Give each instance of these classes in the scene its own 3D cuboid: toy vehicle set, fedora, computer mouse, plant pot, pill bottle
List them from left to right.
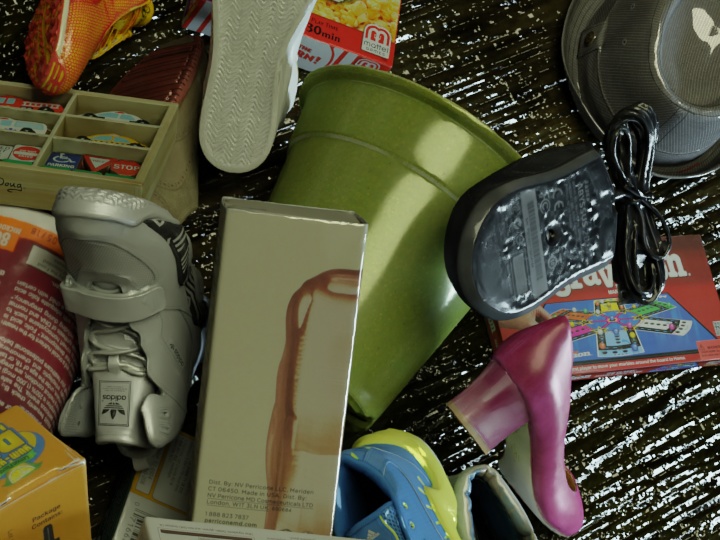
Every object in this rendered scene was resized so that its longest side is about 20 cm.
[{"bbox_3d":[-0.235,0.068,1.267,0.114,0.114,0.200,26,59,-14],"label":"pill bottle"},{"bbox_3d":[-0.223,-0.082,1.311,0.199,0.027,0.124,7,28,1],"label":"toy vehicle set"},{"bbox_3d":[0.000,0.000,1.386,0.200,0.200,0.190,34,70,-9],"label":"plant pot"},{"bbox_3d":[0.117,-0.026,1.332,0.200,0.053,0.139,-19,111,-41],"label":"computer mouse"},{"bbox_3d":[0.251,-0.172,1.625,0.177,0.090,0.200,32,58,-11],"label":"fedora"}]

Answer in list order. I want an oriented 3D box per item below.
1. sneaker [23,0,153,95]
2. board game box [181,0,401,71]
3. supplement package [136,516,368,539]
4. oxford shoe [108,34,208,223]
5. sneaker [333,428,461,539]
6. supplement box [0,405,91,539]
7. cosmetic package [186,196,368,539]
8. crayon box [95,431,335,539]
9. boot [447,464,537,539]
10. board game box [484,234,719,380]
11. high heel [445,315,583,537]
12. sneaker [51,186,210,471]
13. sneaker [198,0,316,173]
[{"bbox_3d":[-0.175,-0.180,1.399,0.077,0.073,0.200,27,37,-14],"label":"sneaker"},{"bbox_3d":[-0.041,-0.248,1.542,0.151,0.046,0.200,17,62,-19],"label":"board game box"},{"bbox_3d":[-0.043,0.243,1.191,0.199,0.156,0.111,9,32,-22],"label":"supplement package"},{"bbox_3d":[-0.141,-0.075,1.419,0.075,0.070,0.200,51,44,-36],"label":"oxford shoe"},{"bbox_3d":[0.033,0.192,1.290,0.105,0.076,0.200,8,48,-59],"label":"sneaker"},{"bbox_3d":[-0.195,0.176,1.189,0.066,0.200,0.069,-29,50,-32],"label":"supplement box"},{"bbox_3d":[-0.051,0.061,1.247,0.087,0.103,0.201,6,97,-5],"label":"cosmetic package"},{"bbox_3d":[-0.070,0.195,1.329,0.200,0.052,0.126,25,59,-14],"label":"crayon box"},{"bbox_3d":[0.084,0.229,1.363,0.073,0.096,0.200,-11,74,-29],"label":"boot"},{"bbox_3d":[0.181,0.028,1.546,0.200,0.019,0.103,-4,69,-28],"label":"board game box"},{"bbox_3d":[0.132,0.106,1.394,0.096,0.200,0.067,-40,44,-1],"label":"high heel"},{"bbox_3d":[-0.141,0.038,1.238,0.075,0.200,0.115,5,63,15],"label":"sneaker"},{"bbox_3d":[-0.068,-0.171,1.425,0.073,0.116,0.201,16,98,-3],"label":"sneaker"}]
